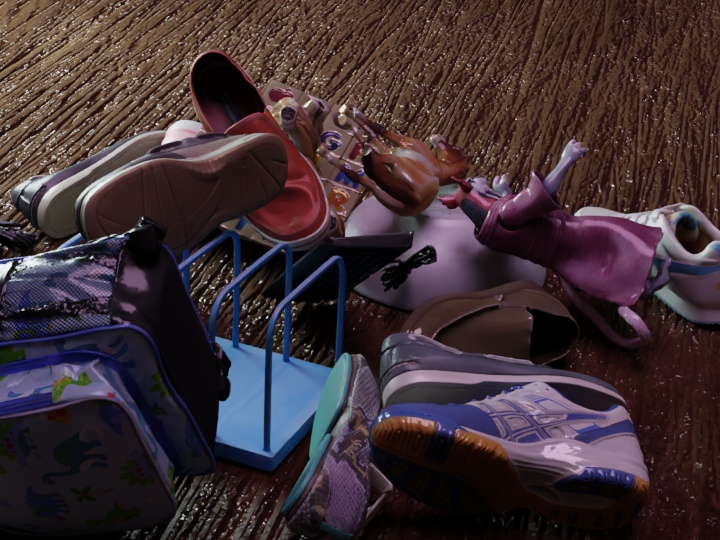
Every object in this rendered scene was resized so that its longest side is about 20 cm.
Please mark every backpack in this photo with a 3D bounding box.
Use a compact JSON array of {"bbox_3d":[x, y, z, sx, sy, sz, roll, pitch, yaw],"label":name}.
[{"bbox_3d":[-0.204,0.080,1.008,0.197,0.184,0.148,-6,49,13],"label":"backpack"}]

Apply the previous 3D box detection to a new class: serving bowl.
[{"bbox_3d":[0.074,-0.033,1.414,0.197,0.067,0.201,3,25,-1],"label":"serving bowl"}]

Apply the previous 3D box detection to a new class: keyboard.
[{"bbox_3d":[0.000,0.000,1.260,0.125,0.021,0.200,-5,-10,-19],"label":"keyboard"}]

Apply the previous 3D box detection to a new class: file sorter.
[{"bbox_3d":[-0.122,0.042,1.165,0.198,0.124,0.139,14,28,20],"label":"file sorter"}]

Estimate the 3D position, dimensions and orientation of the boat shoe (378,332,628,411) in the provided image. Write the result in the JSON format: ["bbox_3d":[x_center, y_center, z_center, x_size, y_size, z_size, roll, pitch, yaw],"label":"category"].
[{"bbox_3d":[0.104,0.081,1.128,0.197,0.073,0.062,7,42,-22],"label":"boat shoe"}]

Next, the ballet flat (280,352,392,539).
[{"bbox_3d":[-0.006,0.129,1.081,0.071,0.073,0.201,6,26,6],"label":"ballet flat"}]

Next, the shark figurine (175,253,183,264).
[{"bbox_3d":[-0.158,-0.019,1.316,0.090,0.213,0.128,60,20,15],"label":"shark figurine"}]

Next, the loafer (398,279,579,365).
[{"bbox_3d":[0.101,0.054,1.221,0.067,0.077,0.199,17,28,40],"label":"loafer"}]

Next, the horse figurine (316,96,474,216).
[{"bbox_3d":[0.031,-0.096,1.373,0.132,0.050,0.200,37,20,-6],"label":"horse figurine"}]

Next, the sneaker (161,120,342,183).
[{"bbox_3d":[-0.109,-0.068,1.467,0.198,0.076,0.105,18,46,7],"label":"sneaker"}]

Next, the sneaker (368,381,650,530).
[{"bbox_3d":[0.099,0.117,1.061,0.197,0.076,0.089,15,44,-13],"label":"sneaker"}]

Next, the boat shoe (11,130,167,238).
[{"bbox_3d":[-0.250,-0.094,1.494,0.062,0.074,0.199,23,36,30],"label":"boat shoe"}]

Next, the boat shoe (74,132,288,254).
[{"bbox_3d":[-0.139,-0.060,1.159,0.064,0.073,0.199,9,26,41],"label":"boat shoe"}]

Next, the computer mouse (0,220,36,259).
[{"bbox_3d":[-0.368,-0.014,1.332,0.136,0.053,0.201,5,25,2],"label":"computer mouse"}]

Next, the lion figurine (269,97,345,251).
[{"bbox_3d":[-0.051,-0.073,1.372,0.072,0.123,0.203,-15,68,8],"label":"lion figurine"}]

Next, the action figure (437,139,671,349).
[{"bbox_3d":[0.157,-0.023,1.318,0.197,0.151,0.134,17,-18,-4],"label":"action figure"}]

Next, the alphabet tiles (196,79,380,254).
[{"bbox_3d":[-0.076,-0.100,1.445,0.165,0.006,0.201,22,49,8],"label":"alphabet tiles"}]

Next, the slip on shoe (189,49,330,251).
[{"bbox_3d":[-0.089,-0.101,1.292,0.073,0.061,0.201,-29,69,0],"label":"slip on shoe"}]

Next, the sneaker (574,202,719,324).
[{"bbox_3d":[0.270,-0.025,1.404,0.076,0.082,0.199,-17,31,-34],"label":"sneaker"}]
